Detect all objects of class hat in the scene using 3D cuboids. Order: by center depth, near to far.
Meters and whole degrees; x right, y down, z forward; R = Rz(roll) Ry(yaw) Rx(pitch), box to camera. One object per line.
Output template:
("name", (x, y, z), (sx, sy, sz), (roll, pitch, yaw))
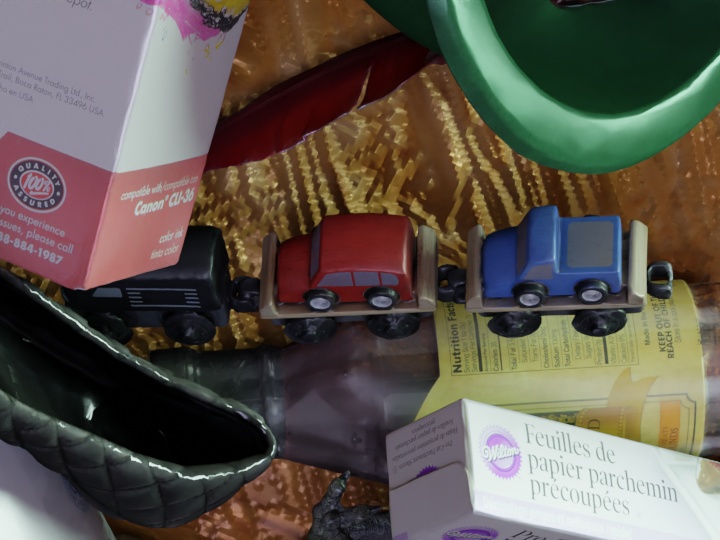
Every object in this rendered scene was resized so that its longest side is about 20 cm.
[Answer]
("hat", (0.015, -0.115, 0.818), (0.200, 0.176, 0.166), (-32, 116, -36))

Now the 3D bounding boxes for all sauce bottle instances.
("sauce bottle", (0.029, 0.041, 0.847), (0.199, 0.066, 0.066), (-5, 108, -1))

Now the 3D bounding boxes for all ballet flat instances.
("ballet flat", (-0.098, 0.021, 0.740), (0.057, 0.067, 0.200), (-25, 146, 21))

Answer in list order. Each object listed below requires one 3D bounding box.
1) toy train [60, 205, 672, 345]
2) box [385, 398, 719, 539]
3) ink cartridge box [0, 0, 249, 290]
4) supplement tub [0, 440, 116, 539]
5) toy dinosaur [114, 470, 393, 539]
("toy train", (0.000, 0.000, 0.808), (0.199, 0.034, 0.046), (-1, 143, 8))
("box", (0.097, 0.083, 0.829), (0.200, 0.039, 0.041), (16, 148, -37))
("ink cartridge box", (-0.091, -0.109, 0.760), (0.116, 0.067, 0.200), (22, 106, 19))
("supplement tub", (-0.144, 0.106, 0.818), (0.132, 0.132, 0.200), (-23, 108, 3))
("toy dinosaur", (0.015, 0.102, 0.854), (0.199, 0.088, 0.048), (6, 74, -7))
